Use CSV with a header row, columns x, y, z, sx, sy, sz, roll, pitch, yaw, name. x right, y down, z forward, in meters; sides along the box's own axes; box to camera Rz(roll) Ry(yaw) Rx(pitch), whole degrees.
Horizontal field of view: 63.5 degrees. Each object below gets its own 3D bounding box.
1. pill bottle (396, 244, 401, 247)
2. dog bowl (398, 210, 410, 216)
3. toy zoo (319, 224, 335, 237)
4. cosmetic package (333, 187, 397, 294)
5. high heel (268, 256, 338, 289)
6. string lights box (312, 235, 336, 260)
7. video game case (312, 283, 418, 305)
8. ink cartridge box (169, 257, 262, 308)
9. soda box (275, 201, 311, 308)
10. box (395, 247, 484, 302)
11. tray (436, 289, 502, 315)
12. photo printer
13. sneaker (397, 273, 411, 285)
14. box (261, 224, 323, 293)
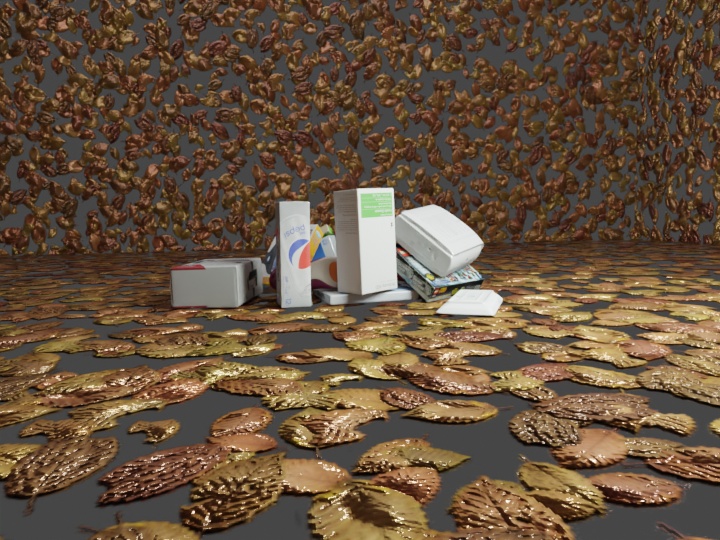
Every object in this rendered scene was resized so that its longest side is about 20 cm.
x,y,z,sx,sy,sz,roll,pitch,yaw,name
0.029,-0.069,1.516,0.110,0.116,0.198,5,-18,46,pill bottle
0.176,-0.098,1.485,0.194,0.061,0.200,19,2,-1,dog bowl
-0.107,-0.059,1.577,0.128,0.021,0.200,-24,-20,13,toy zoo
0.010,-0.061,1.185,0.105,0.208,0.083,-9,8,-41,cosmetic package
-0.099,0.018,1.257,0.193,0.070,0.096,-5,-15,-19,high heel
-0.147,-0.024,1.471,0.194,0.061,0.103,-22,-1,9,string lights box
0.006,0.047,1.269,0.193,0.023,0.182,-3,6,-16,video game case
-0.301,0.023,1.245,0.141,0.086,0.200,-2,6,4,ink cartridge box
-0.134,-0.033,1.153,0.061,0.208,0.068,-2,6,-16,soda box
0.167,0.000,1.270,0.196,0.041,0.137,-7,42,-47,box
0.212,0.058,1.110,0.104,0.023,0.199,0,5,19,tray
0.176,-0.072,1.278,0.165,0.071,0.198,40,30,20,photo printer
0.140,-0.004,1.345,0.112,0.082,0.198,4,-4,31,sneaker
-0.168,-0.039,1.387,0.116,0.205,0.042,1,-34,31,box
